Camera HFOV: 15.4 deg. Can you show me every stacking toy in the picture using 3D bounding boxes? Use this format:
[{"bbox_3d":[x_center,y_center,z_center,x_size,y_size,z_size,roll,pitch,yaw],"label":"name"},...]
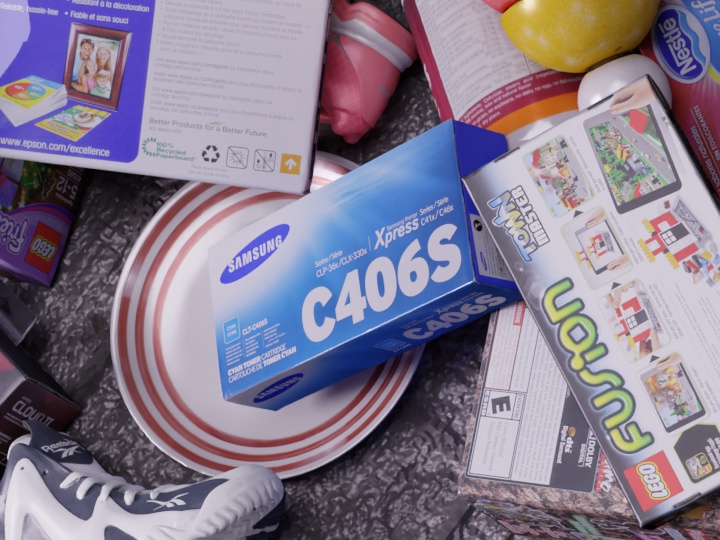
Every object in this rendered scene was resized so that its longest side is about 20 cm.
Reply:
[{"bbox_3d":[0.109,-0.154,1.396,0.146,0.146,0.200,-22,87,13],"label":"stacking toy"}]

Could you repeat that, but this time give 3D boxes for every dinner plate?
[{"bbox_3d":[-0.050,0.026,1.541,0.200,0.024,0.201,-7,69,20],"label":"dinner plate"}]

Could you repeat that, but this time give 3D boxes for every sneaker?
[{"bbox_3d":[-0.144,0.127,1.506,0.199,0.079,0.130,-34,68,25],"label":"sneaker"},{"bbox_3d":[-0.067,-0.130,1.574,0.200,0.074,0.087,17,80,26],"label":"sneaker"}]

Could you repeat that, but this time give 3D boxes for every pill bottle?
[{"bbox_3d":[0.085,-0.135,1.494,0.109,0.110,0.200,-23,65,13],"label":"pill bottle"}]

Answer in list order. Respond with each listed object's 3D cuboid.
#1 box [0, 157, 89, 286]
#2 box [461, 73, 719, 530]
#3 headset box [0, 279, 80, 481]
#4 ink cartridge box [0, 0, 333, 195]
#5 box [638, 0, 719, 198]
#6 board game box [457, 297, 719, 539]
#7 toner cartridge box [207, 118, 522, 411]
[{"bbox_3d":[-0.228,-0.088,1.551,0.039,0.200,0.137,11,77,32],"label":"box"},{"bbox_3d":[0.144,0.015,1.328,0.110,0.035,0.200,-29,76,11],"label":"box"},{"bbox_3d":[-0.276,0.084,1.581,0.200,0.077,0.149,-47,63,0],"label":"headset box"},{"bbox_3d":[-0.114,-0.153,1.508,0.198,0.043,0.201,7,96,-2],"label":"ink cartridge box"},{"bbox_3d":[0.209,-0.114,1.442,0.095,0.100,0.200,-28,64,14],"label":"box"},{"bbox_3d":[0.170,0.064,1.398,0.200,0.097,0.160,6,75,23],"label":"board game box"},{"bbox_3d":[0.000,0.000,1.448,0.200,0.043,0.095,-27,60,40],"label":"toner cartridge box"}]
